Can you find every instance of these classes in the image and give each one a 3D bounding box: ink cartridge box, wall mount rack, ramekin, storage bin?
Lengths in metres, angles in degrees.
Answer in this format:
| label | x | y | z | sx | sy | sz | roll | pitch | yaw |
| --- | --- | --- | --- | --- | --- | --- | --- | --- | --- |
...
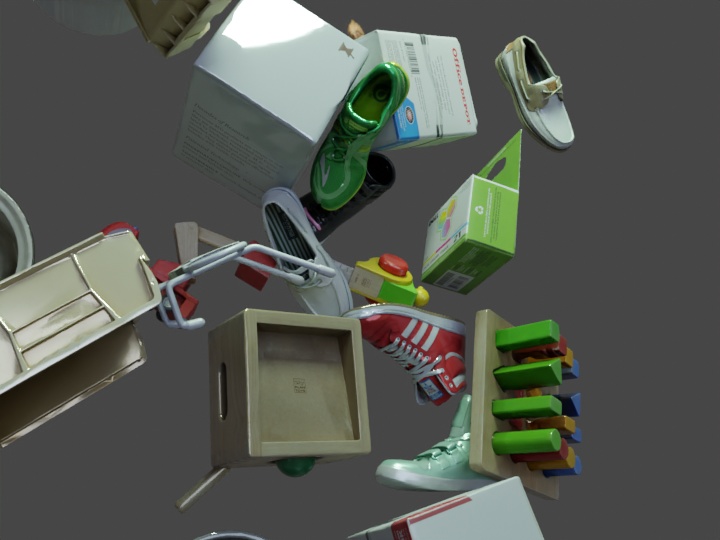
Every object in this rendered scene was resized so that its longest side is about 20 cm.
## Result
| label | x | y | z | sx | sy | sz | roll | pitch | yaw |
| --- | --- | --- | --- | --- | --- | --- | --- | --- | --- |
| ink cartridge box | 0.155 | -0.089 | 1.032 | 0.075 | 0.148 | 0.203 | 16 | 63 | -14 |
| ink cartridge box | 0.070 | -0.250 | 1.043 | 0.199 | 0.084 | 0.148 | -15 | 94 | -50 |
| wall mount rack | -0.132 | 0.009 | 0.800 | 0.172 | 0.200 | 0.075 | -24 | 95 | -22 |
| ink cartridge box | 0.087 | 0.305 | 0.817 | 0.143 | 0.200 | 0.085 | -12 | 70 | -25 |
| ramekin | -0.356 | -0.417 | 0.986 | 0.198 | 0.098 | 0.203 | 8 | 67 | -19 |
| storage bin | -0.307 | 0.072 | 0.752 | 0.197 | 0.200 | 0.094 | -32 | 80 | -29 |
| storage bin | -0.219 | -0.380 | 0.850 | 0.093 | 0.199 | 0.200 | -34 | 103 | -28 |

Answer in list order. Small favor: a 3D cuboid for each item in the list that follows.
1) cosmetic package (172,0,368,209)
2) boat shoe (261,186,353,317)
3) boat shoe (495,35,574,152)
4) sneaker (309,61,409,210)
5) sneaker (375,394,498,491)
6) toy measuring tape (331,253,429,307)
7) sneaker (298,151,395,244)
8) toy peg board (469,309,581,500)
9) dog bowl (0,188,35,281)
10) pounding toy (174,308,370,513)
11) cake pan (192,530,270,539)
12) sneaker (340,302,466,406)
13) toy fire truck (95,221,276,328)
| label | x | y | z | sx | sy | sz | roll | pitch | yaw |
| --- | --- | --- | --- | --- | --- | --- | --- | --- | --- |
| cosmetic package | -0.118 | -0.212 | 0.941 | 0.165 | 0.200 | 0.169 | 31 | 60 | -7 |
| boat shoe | -0.074 | -0.005 | 0.919 | 0.202 | 0.073 | 0.067 | 60 | 15 | -13 |
| boat shoe | 0.295 | -0.290 | 1.213 | 0.074 | 0.068 | 0.201 | -27 | 81 | -28 |
| sneaker | -0.011 | -0.172 | 0.916 | 0.073 | 0.084 | 0.202 | 29 | 98 | 11 |
| sneaker | 0.104 | 0.217 | 0.928 | 0.198 | 0.074 | 0.120 | 9 | 72 | -29 |
| toy measuring tape | 0.000 | 0.000 | 0.985 | 0.198 | 0.074 | 0.074 | 22 | 62 | -1 |
| sneaker | -0.033 | -0.098 | 0.987 | 0.199 | 0.099 | 0.071 | -36 | 87 | -28 |
| toy peg board | 0.235 | 0.171 | 0.938 | 0.198 | 0.097 | 0.203 | 31 | 56 | -41 |
| dog bowl | -0.456 | -0.005 | 0.795 | 0.197 | 0.074 | 0.203 | 8 | 67 | -18 |
| pounding toy | -0.104 | 0.164 | 0.849 | 0.182 | 0.142 | 0.203 | 8 | 68 | -34 |
| cake pan | -0.145 | 0.385 | 0.783 | 0.197 | 0.037 | 0.203 | 8 | 67 | -19 |
| sneaker | 0.063 | 0.111 | 0.943 | 0.198 | 0.071 | 0.114 | 12 | 64 | -33 |
| toy fire truck | -0.219 | -0.010 | 0.906 | 0.199 | 0.049 | 0.142 | 35 | 60 | -5 |
